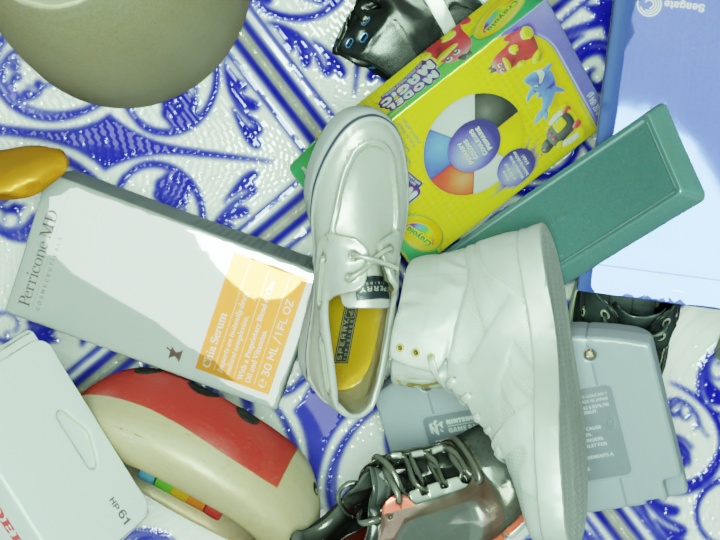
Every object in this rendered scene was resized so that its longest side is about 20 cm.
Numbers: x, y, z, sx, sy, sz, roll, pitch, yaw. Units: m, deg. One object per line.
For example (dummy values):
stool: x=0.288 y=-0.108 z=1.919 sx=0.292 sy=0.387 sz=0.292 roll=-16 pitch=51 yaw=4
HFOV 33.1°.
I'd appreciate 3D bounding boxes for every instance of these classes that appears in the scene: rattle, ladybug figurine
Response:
rattle: x=-0.270 y=0.013 z=0.826 sx=0.140 sy=0.130 sz=0.204 roll=0 pitch=101 yaw=-13
ladybug figurine: x=-0.111 y=0.127 z=0.835 sx=0.198 sy=0.136 sz=0.073 roll=30 pitch=67 yaw=-5

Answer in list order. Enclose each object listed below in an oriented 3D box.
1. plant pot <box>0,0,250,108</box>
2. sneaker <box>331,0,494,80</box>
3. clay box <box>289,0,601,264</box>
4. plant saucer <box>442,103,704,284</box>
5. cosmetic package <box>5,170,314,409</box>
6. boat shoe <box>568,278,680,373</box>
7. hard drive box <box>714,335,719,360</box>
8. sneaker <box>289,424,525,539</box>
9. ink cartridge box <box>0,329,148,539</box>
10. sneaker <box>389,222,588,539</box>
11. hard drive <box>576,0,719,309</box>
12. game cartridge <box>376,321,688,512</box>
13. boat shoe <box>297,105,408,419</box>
plant pot: x=-0.169 y=-0.199 z=0.759 sx=0.184 sy=0.200 sz=0.191 roll=0 pitch=97 yaw=1
sneaker: x=0.004 y=-0.205 z=0.819 sx=0.112 sy=0.073 sz=0.200 roll=-43 pitch=95 yaw=3
clay box: x=0.061 y=-0.088 z=0.819 sx=0.199 sy=0.048 sz=0.115 roll=-39 pitch=128 yaw=3
plant saucer: x=0.131 y=-0.029 z=0.799 sx=0.199 sy=0.019 sz=0.071 roll=-35 pitch=64 yaw=36
cosmetic package: x=-0.132 y=0.011 z=0.845 sx=0.197 sy=0.071 sz=0.103 roll=19 pitch=96 yaw=-1
boat shoe: x=0.189 y=0.017 z=0.844 sx=0.073 sy=0.066 sz=0.203 roll=7 pitch=96 yaw=-1
hard drive box: x=0.369 y=0.019 z=0.838 sx=0.197 sy=0.077 sz=0.158 roll=15 pitch=96 yaw=-1
sneaker: x=0.041 y=0.147 z=0.780 sx=0.199 sy=0.077 sz=0.082 roll=-37 pitch=131 yaw=0
ink cartridge box: x=-0.254 y=0.149 z=0.806 sx=0.199 sy=0.085 sz=0.146 roll=-30 pitch=95 yaw=38
sneaker: x=0.077 y=0.079 z=0.760 sx=0.114 sy=0.074 sz=0.203 roll=-12 pitch=67 yaw=19
hard drive: x=0.219 y=-0.079 z=0.791 sx=0.130 sy=0.025 sz=0.204 roll=7 pitch=92 yaw=9
game cartridge: x=0.115 y=0.107 z=0.839 sx=0.197 sy=0.041 sz=0.135 roll=-12 pitch=107 yaw=19
boat shoe: x=0.000 y=0.000 z=0.769 sx=0.070 sy=0.070 sz=0.203 roll=0 pitch=112 yaw=-23
